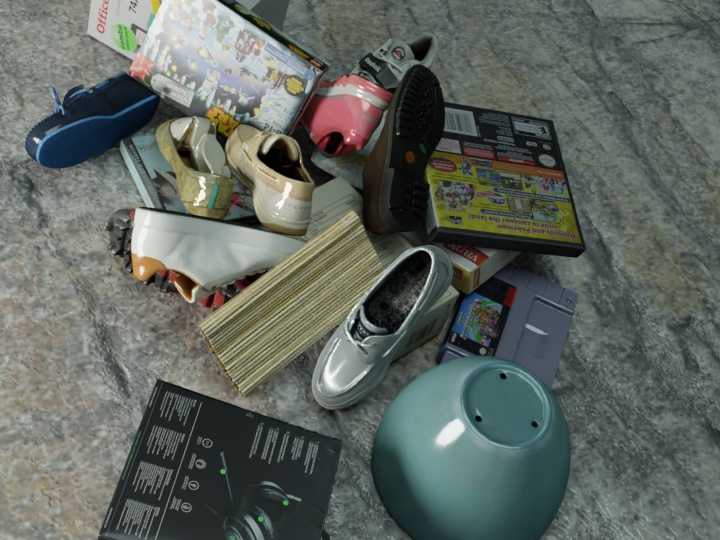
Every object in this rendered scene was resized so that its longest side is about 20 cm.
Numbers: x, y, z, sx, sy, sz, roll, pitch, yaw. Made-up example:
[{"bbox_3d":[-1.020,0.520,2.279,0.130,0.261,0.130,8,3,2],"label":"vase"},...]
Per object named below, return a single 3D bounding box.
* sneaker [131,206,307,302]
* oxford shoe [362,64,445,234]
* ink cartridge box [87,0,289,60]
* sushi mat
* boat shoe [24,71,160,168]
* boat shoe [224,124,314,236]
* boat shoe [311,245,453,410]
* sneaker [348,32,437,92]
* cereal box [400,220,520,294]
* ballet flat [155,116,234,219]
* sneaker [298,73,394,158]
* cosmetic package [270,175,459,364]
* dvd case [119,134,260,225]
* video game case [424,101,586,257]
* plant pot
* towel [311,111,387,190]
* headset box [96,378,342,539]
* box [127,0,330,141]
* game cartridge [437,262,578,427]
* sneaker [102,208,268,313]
[{"bbox_3d":[-0.139,-0.008,1.280,0.198,0.086,0.073,8,3,-31],"label":"sneaker"},{"bbox_3d":[0.037,-0.133,1.395,0.072,0.084,0.202,29,66,-31],"label":"oxford shoe"},{"bbox_3d":[-0.207,-0.331,1.561,0.199,0.147,0.146,30,47,8],"label":"ink cartridge box"},{"bbox_3d":[-0.064,0.034,1.290,0.199,0.096,0.012,-38,29,-13],"label":"sushi mat"},{"bbox_3d":[-0.311,-0.170,1.438,0.069,0.084,0.200,40,32,11],"label":"boat shoe"},{"bbox_3d":[-0.091,-0.113,1.366,0.073,0.070,0.200,8,29,-30],"label":"boat shoe"},{"bbox_3d":[0.013,0.053,1.282,0.070,0.201,0.071,41,5,20],"label":"boat shoe"},{"bbox_3d":[0.024,-0.250,1.617,0.074,0.089,0.200,41,50,15],"label":"sneaker"},{"bbox_3d":[0.129,-0.060,1.498,0.143,0.040,0.200,29,44,28],"label":"cereal box"},{"bbox_3d":[-0.176,-0.128,1.389,0.070,0.071,0.201,0,35,-20],"label":"ballet flat"},{"bbox_3d":[-0.040,-0.173,1.475,0.073,0.200,0.088,25,80,-27],"label":"sneaker"},{"bbox_3d":[0.000,0.000,1.397,0.105,0.071,0.200,-28,64,-35],"label":"cosmetic package"},{"bbox_3d":[-0.159,-0.108,1.469,0.198,0.022,0.147,-12,55,-28],"label":"dvd case"},{"bbox_3d":[0.152,-0.106,1.461,0.198,0.026,0.182,6,58,-26],"label":"video game case"},{"bbox_3d":[0.122,0.162,1.240,0.198,0.135,0.202,7,55,-10],"label":"plant pot"},{"bbox_3d":[0.067,-0.142,1.536,0.170,0.049,0.199,25,42,33],"label":"towel"},{"bbox_3d":[-0.121,0.218,1.147,0.198,0.093,0.175,18,46,-5],"label":"headset box"},{"bbox_3d":[-0.151,-0.229,1.454,0.199,0.137,0.040,33,26,2],"label":"box"},{"bbox_3d":[0.163,0.072,1.423,0.129,0.039,0.201,27,46,-2],"label":"game cartridge"},{"bbox_3d":[-0.172,-0.016,1.350,0.199,0.071,0.098,28,47,2],"label":"sneaker"}]
